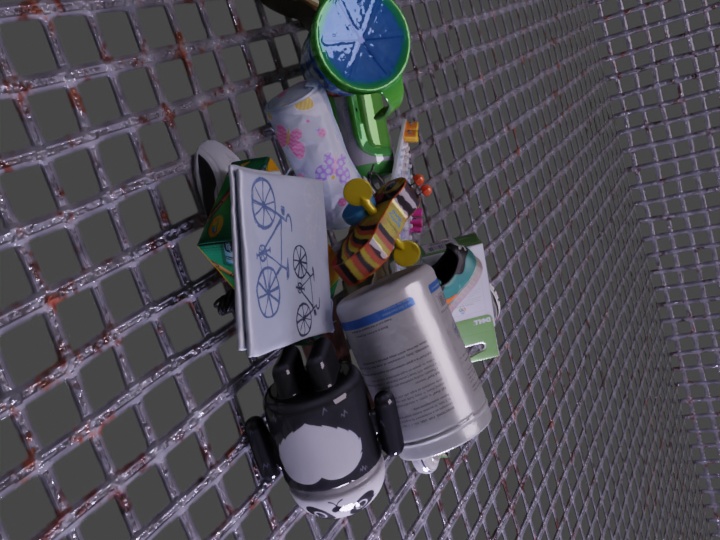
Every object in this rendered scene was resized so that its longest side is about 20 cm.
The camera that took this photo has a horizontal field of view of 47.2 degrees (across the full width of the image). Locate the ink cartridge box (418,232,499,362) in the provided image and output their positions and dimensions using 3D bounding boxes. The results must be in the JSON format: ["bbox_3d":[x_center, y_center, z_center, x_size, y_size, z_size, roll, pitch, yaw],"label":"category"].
[{"bbox_3d":[0.162,0.051,1.360,0.059,0.102,0.204,-107,-175,-71],"label":"ink cartridge box"}]

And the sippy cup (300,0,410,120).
[{"bbox_3d":[-0.019,-0.291,1.094,0.137,0.130,0.182,-3,91,-22],"label":"sippy cup"}]

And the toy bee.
[{"bbox_3d":[0.030,-0.078,1.015,0.130,0.108,0.203,31,49,-40],"label":"toy bee"}]

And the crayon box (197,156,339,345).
[{"bbox_3d":[-0.098,-0.017,0.952,0.201,0.057,0.120,56,40,-44],"label":"crayon box"}]

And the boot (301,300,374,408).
[{"bbox_3d":[-0.020,0.110,1.119,0.203,0.063,0.186,69,22,-3],"label":"boot"}]

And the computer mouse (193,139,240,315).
[{"bbox_3d":[-0.147,-0.056,0.966,0.109,0.043,0.204,-19,98,-58],"label":"computer mouse"}]

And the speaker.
[{"bbox_3d":[-0.005,-0.237,1.211,0.088,0.087,0.204,-13,93,-58],"label":"speaker"}]

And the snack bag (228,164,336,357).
[{"bbox_3d":[-0.082,-0.015,0.897,0.199,0.021,0.193,-9,96,-66],"label":"snack bag"}]

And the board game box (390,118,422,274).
[{"bbox_3d":[0.072,-0.093,1.253,0.202,0.025,0.203,-78,165,-50],"label":"board game box"}]

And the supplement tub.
[{"bbox_3d":[0.064,0.107,0.990,0.131,0.130,0.203,-28,97,-57],"label":"supplement tub"}]

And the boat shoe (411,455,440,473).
[{"bbox_3d":[0.112,0.184,1.168,0.071,0.069,0.204,34,55,-49],"label":"boat shoe"}]

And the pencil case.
[{"bbox_3d":[-0.052,-0.153,1.105,0.202,0.089,0.084,62,40,-26],"label":"pencil case"}]

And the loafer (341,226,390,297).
[{"bbox_3d":[0.000,0.000,1.159,0.067,0.076,0.201,35,29,-18],"label":"loafer"}]

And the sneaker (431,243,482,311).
[{"bbox_3d":[0.105,0.046,1.266,0.080,0.071,0.202,34,89,-42],"label":"sneaker"}]

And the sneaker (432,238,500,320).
[{"bbox_3d":[0.179,0.041,1.446,0.201,0.073,0.088,50,42,-32],"label":"sneaker"}]

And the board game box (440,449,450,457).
[{"bbox_3d":[0.112,0.221,1.287,0.200,0.023,0.107,50,40,-61],"label":"board game box"}]

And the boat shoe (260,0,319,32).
[{"bbox_3d":[-0.065,-0.384,1.166,0.199,0.071,0.068,10,78,-53],"label":"boat shoe"}]

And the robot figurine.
[{"bbox_3d":[-0.042,0.185,0.948,0.124,0.149,0.204,-28,110,-39],"label":"robot figurine"}]
